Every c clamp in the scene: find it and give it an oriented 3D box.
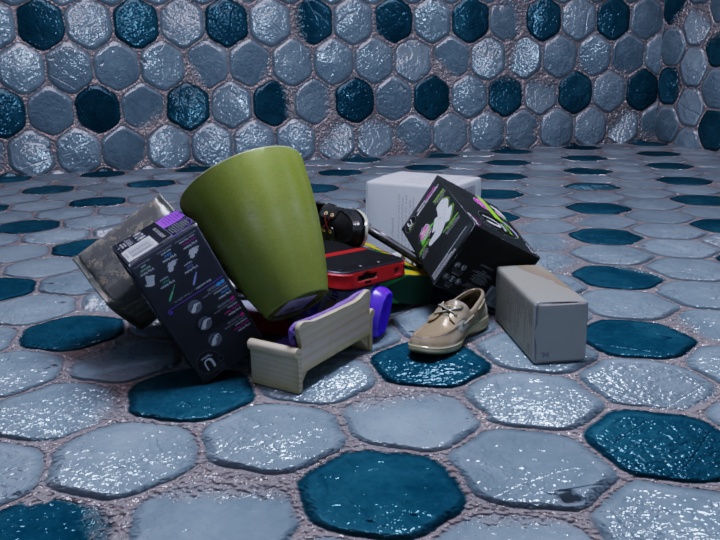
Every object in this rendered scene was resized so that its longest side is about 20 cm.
[{"bbox_3d":[0.061,-0.048,1.455,0.200,0.027,0.171,32,0,-6],"label":"c clamp"}]

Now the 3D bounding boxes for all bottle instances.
[{"bbox_3d":[-0.052,0.044,1.273,0.200,0.084,0.065,15,9,17],"label":"bottle"}]

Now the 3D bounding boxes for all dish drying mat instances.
[{"bbox_3d":[-0.202,0.078,1.257,0.200,0.018,0.077,2,-23,10],"label":"dish drying mat"}]

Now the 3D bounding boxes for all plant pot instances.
[{"bbox_3d":[-0.126,-0.038,1.133,0.187,0.200,0.187,-25,-14,-7],"label":"plant pot"}]

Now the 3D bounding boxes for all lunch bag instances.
[{"bbox_3d":[-0.318,-0.001,1.254,0.164,0.118,0.200,-39,-19,-10],"label":"lunch bag"}]

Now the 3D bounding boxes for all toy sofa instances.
[{"bbox_3d":[-0.065,0.088,1.137,0.083,0.098,0.200,9,19,31],"label":"toy sofa"}]

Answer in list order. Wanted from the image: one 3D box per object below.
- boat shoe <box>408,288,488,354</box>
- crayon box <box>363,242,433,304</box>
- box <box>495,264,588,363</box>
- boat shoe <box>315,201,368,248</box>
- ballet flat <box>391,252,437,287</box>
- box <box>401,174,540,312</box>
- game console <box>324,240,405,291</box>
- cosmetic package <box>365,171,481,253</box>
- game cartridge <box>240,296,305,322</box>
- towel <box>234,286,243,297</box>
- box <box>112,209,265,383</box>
[{"bbox_3d":[0.134,0.075,1.229,0.072,0.065,0.200,10,19,35],"label":"boat shoe"},{"bbox_3d":[0.000,0.000,1.428,0.172,0.058,0.200,2,17,-38],"label":"crayon box"},{"bbox_3d":[0.267,0.061,1.223,0.078,0.095,0.200,-2,17,-6],"label":"box"},{"bbox_3d":[-0.045,-0.079,1.428,0.063,0.074,0.201,6,9,-26],"label":"boat shoe"},{"bbox_3d":[0.104,-0.012,1.555,0.200,0.062,0.067,13,12,40],"label":"ballet flat"},{"bbox_3d":[0.182,-0.047,1.388,0.148,0.124,0.200,24,22,-26],"label":"box"},{"bbox_3d":[-0.043,-0.010,1.275,0.177,0.031,0.200,13,14,32],"label":"game console"},{"bbox_3d":[0.135,-0.116,1.741,0.200,0.165,0.165,8,17,29],"label":"cosmetic package"},{"bbox_3d":[-0.161,0.053,1.392,0.133,0.042,0.200,-13,19,-25],"label":"game cartridge"},{"bbox_3d":[-0.207,0.007,1.431,0.200,0.035,0.193,1,15,9],"label":"towel"},{"bbox_3d":[-0.235,0.034,1.115,0.106,0.200,0.122,-34,25,-15],"label":"box"}]
